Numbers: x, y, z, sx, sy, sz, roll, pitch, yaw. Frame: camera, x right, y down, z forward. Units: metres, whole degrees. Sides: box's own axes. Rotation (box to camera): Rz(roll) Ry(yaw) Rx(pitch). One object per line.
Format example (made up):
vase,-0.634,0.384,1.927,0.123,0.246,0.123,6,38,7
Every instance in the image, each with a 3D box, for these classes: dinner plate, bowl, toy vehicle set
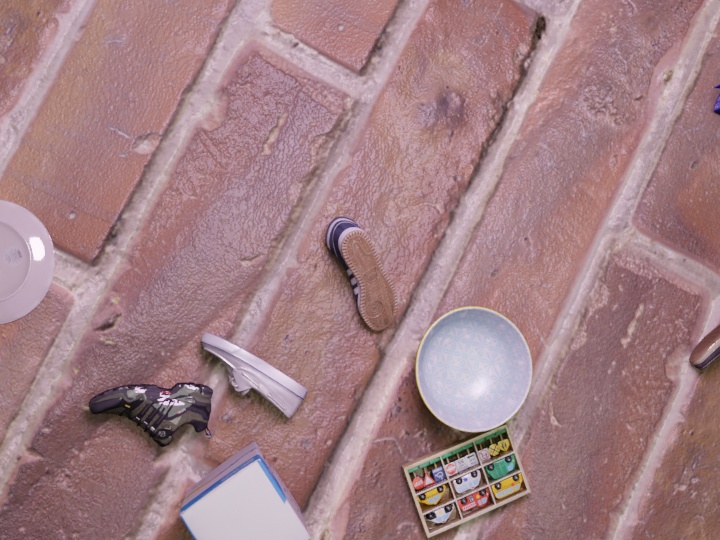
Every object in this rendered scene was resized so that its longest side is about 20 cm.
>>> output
dinner plate,-0.595,-0.014,1.369,0.197,0.024,0.204,0,88,-9
bowl,0.178,0.161,1.423,0.197,0.108,0.204,0,88,-7
toy vehicle set,0.181,0.357,1.456,0.197,0.027,0.126,-21,90,-8

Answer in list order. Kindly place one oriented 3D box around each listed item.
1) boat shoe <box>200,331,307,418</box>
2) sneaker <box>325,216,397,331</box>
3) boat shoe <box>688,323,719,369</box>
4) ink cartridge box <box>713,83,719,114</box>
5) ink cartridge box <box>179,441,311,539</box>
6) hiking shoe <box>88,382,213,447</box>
boat shoe,-0.183,0.173,1.391,0.198,0.074,0.066,32,80,-4
sneaker,0.000,0.000,1.433,0.069,0.109,0.202,-26,121,-10
boat shoe,0.673,0.116,1.513,0.199,0.072,0.065,-38,88,-13
ink cartridge box,0.728,-0.301,1.503,0.198,0.136,0.077,29,79,-5
ink cartridge box,-0.179,0.377,1.320,0.144,0.200,0.148,-34,92,-10
hiking shoe,-0.336,0.234,1.366,0.196,0.076,0.103,-1,84,-9
